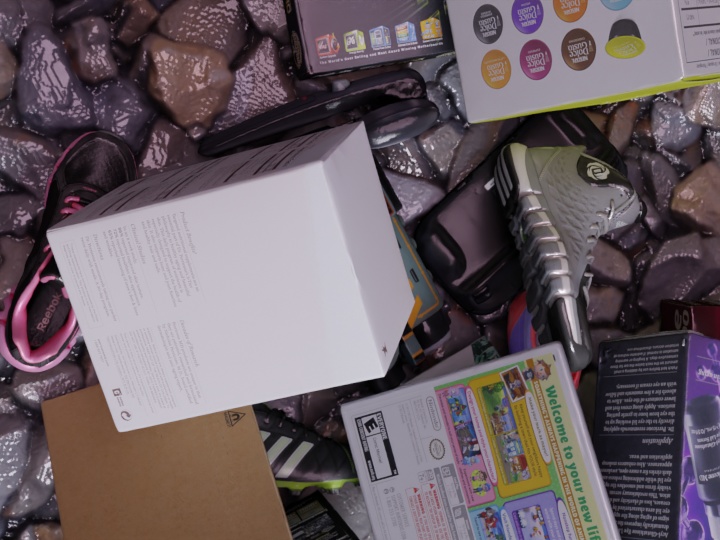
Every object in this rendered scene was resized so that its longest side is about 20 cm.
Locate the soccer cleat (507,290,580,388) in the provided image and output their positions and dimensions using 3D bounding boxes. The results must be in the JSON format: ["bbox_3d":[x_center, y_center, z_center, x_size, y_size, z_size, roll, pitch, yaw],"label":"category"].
[{"bbox_3d":[0.162,0.114,0.997,0.066,0.076,0.201,-4,94,-13],"label":"soccer cleat"}]

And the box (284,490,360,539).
[{"bbox_3d":[-0.088,0.272,0.900,0.199,0.164,0.086,-25,99,-12],"label":"box"}]

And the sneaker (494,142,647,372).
[{"bbox_3d":[0.188,-0.021,0.936,0.115,0.075,0.201,-8,69,-11],"label":"sneaker"}]

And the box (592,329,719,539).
[{"bbox_3d":[0.270,0.160,0.915,0.147,0.104,0.201,12,76,-29],"label":"box"}]

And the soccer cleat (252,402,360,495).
[{"bbox_3d":[-0.069,0.145,0.950,0.199,0.068,0.081,3,80,-14],"label":"soccer cleat"}]

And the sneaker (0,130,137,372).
[{"bbox_3d":[-0.223,-0.013,0.885,0.079,0.095,0.201,19,87,-13],"label":"sneaker"}]

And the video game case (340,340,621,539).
[{"bbox_3d":[0.095,0.175,0.878,0.181,0.022,0.201,-18,79,12],"label":"video game case"}]

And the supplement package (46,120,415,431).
[{"bbox_3d":[-0.083,0.000,0.823,0.199,0.151,0.152,-13,104,14],"label":"supplement package"}]

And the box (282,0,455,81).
[{"bbox_3d":[0.031,-0.254,0.956,0.199,0.049,0.162,-11,94,-15],"label":"box"}]

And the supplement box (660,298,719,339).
[{"bbox_3d":[0.377,0.084,1.057,0.199,0.061,0.109,1,93,-13],"label":"supplement box"}]

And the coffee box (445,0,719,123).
[{"bbox_3d":[0.202,-0.233,0.889,0.199,0.199,0.199,-16,98,-42],"label":"coffee box"}]

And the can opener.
[{"bbox_3d":[-0.036,-0.120,0.943,0.199,0.079,0.064,-14,96,-2],"label":"can opener"}]

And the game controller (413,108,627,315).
[{"bbox_3d":[0.141,-0.057,1.007,0.200,0.042,0.104,-43,88,-8],"label":"game controller"}]

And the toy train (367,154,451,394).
[{"bbox_3d":[0.000,0.000,0.951,0.114,0.085,0.201,-33,101,-19],"label":"toy train"}]

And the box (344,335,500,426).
[{"bbox_3d":[0.100,0.171,0.941,0.144,0.036,0.200,-28,77,-24],"label":"box"}]

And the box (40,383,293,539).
[{"bbox_3d":[-0.151,0.160,0.876,0.163,0.021,0.200,-17,53,-7],"label":"box"}]
